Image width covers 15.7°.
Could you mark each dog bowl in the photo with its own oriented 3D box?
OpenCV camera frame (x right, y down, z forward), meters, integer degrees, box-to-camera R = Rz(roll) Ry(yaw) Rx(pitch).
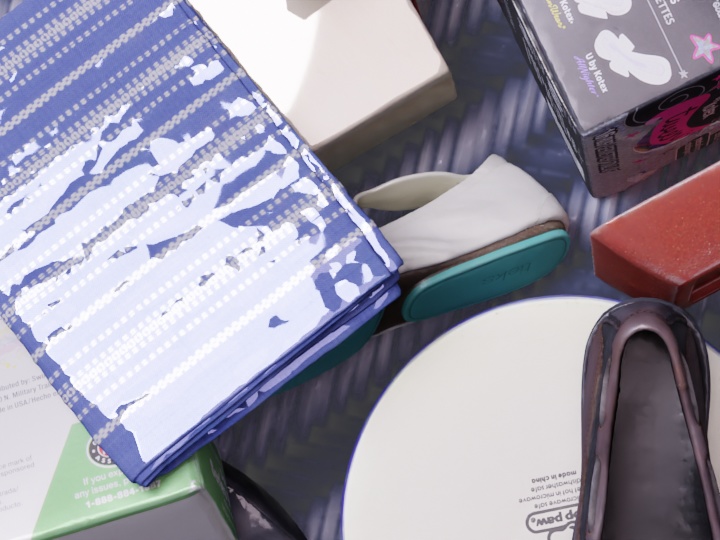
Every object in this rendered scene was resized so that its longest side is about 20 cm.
[{"bbox_3d":[0.092,0.112,1.142,0.199,0.079,0.201,-1,84,7],"label":"dog bowl"}]

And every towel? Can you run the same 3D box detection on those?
[{"bbox_3d":[-0.093,-0.027,1.083,0.145,0.024,0.200,-38,75,-3],"label":"towel"}]

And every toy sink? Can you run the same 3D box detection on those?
[{"bbox_3d":[-0.061,-0.136,1.171,0.130,0.112,0.200,-31,86,2],"label":"toy sink"}]

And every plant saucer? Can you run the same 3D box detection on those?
[{"bbox_3d":[0.192,-0.038,1.086,0.199,0.200,0.037,-27,83,3],"label":"plant saucer"}]

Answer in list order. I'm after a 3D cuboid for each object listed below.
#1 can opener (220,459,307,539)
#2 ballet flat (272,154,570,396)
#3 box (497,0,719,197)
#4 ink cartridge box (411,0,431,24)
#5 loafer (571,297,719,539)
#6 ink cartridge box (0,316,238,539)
[{"bbox_3d":[-0.033,0.171,1.156,0.200,0.063,0.079,46,113,7],"label":"can opener"},{"bbox_3d":[0.000,0.000,1.148,0.199,0.069,0.070,-22,81,-27],"label":"ballet flat"},{"bbox_3d":[0.120,-0.120,1.102,0.114,0.200,0.133,-26,82,4],"label":"box"},{"bbox_3d":[0.018,-0.219,1.171,0.050,0.109,0.201,8,85,6],"label":"ink cartridge box"},{"bbox_3d":[0.117,0.111,1.062,0.072,0.063,0.201,-4,88,7],"label":"loafer"},{"bbox_3d":[-0.146,0.042,1.143,0.145,0.088,0.201,-17,63,3],"label":"ink cartridge box"}]
